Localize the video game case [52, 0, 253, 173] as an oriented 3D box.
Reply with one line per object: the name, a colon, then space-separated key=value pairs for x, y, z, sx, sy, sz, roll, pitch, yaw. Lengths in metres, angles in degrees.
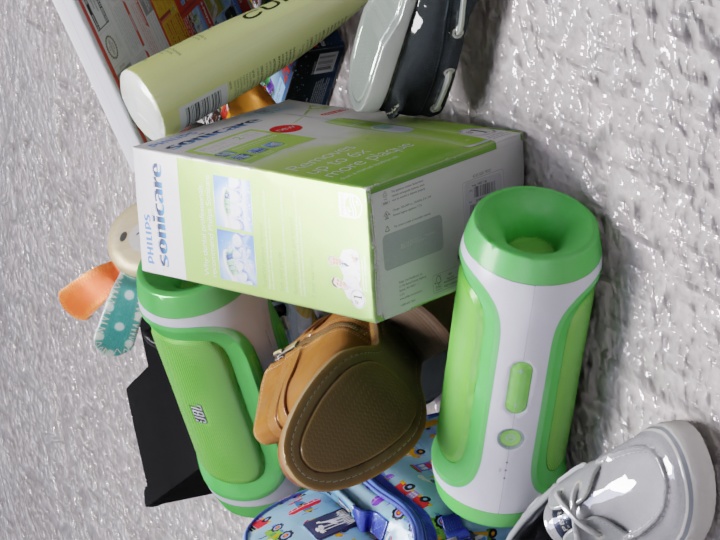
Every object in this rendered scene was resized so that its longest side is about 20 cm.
video game case: x=-0.132 y=-0.172 z=1.641 sx=0.017 sy=0.200 sz=0.144 roll=-12 pitch=114 yaw=29

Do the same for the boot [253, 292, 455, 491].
boot: x=-0.026 y=0.078 z=1.534 sx=0.077 sy=0.200 sz=0.155 roll=46 pitch=139 yaw=-17

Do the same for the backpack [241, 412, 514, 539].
backpack: x=0.008 y=0.188 z=1.568 sx=0.183 sy=0.199 sz=0.135 roll=-138 pitch=42 yaw=-57

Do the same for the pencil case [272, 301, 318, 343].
pencil case: x=-0.039 y=0.120 z=1.803 sx=0.091 sy=0.083 sz=0.201 roll=-51 pitch=52 yaw=44

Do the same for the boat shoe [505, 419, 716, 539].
boat shoe: x=0.136 y=0.138 z=1.408 sx=0.200 sy=0.068 sz=0.072 roll=141 pitch=116 yaw=-65

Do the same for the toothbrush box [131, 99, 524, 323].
toothbrush box: x=-0.019 y=-0.041 z=1.514 sx=0.199 sy=0.145 sz=0.087 roll=10 pitch=112 yaw=42

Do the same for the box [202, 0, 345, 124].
box: x=-0.072 y=-0.149 z=1.814 sx=0.200 sy=0.038 sz=0.137 roll=110 pitch=142 yaw=-52

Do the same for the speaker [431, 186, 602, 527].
speaker: x=0.090 y=0.053 z=1.459 sx=0.089 sy=0.088 sz=0.201 roll=-126 pitch=33 yaw=-46

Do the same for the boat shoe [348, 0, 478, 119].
boat shoe: x=0.047 y=-0.180 z=1.488 sx=0.076 sy=0.060 sz=0.201 roll=-105 pitch=29 yaw=-46

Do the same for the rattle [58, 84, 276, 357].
rattle: x=-0.129 y=-0.031 z=1.682 sx=0.143 sy=0.199 sz=0.131 roll=49 pitch=-161 yaw=-83

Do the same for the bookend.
bookend: x=-0.127 y=0.070 z=1.979 sx=0.200 sy=0.092 sz=0.200 roll=139 pitch=119 yaw=-66

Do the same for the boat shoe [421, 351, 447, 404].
boat shoe: x=0.000 y=0.000 z=1.665 sx=0.065 sy=0.073 sz=0.201 roll=-34 pitch=68 yaw=61

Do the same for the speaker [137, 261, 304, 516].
speaker: x=-0.087 y=0.070 z=1.667 sx=0.088 sy=0.088 sz=0.201 roll=49 pitch=161 yaw=51

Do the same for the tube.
tube: x=-0.059 y=-0.149 z=1.585 sx=0.058 sy=0.199 sz=0.052 roll=39 pitch=150 yaw=42

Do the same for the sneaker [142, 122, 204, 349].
sneaker: x=-0.125 y=-0.024 z=1.797 sx=0.076 sy=0.090 sz=0.201 roll=-39 pitch=50 yaw=41
